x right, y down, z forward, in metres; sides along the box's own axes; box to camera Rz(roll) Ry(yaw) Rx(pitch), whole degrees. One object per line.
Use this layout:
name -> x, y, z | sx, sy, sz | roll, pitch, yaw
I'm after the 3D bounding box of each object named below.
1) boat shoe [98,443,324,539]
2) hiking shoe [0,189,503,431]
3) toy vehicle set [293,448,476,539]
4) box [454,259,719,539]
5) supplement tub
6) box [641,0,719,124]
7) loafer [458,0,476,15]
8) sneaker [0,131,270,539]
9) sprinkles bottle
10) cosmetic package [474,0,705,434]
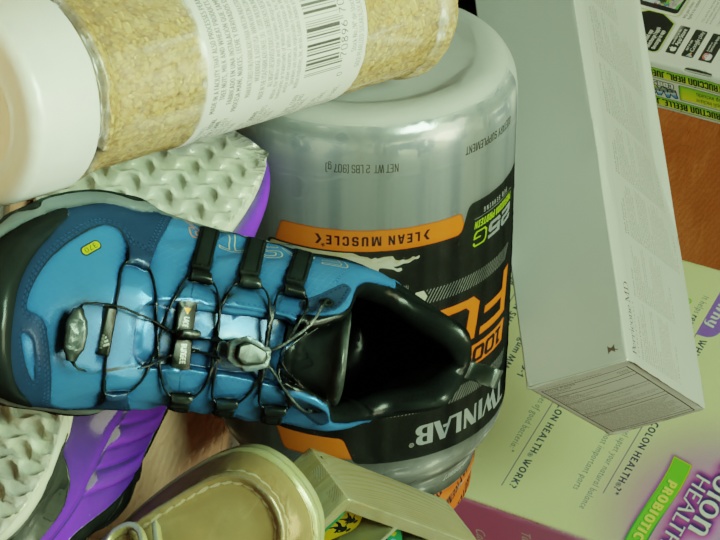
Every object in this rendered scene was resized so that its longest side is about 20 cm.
boat shoe -> -0.093, 0.143, 0.925 | 0.201, 0.073, 0.063 | -42, 174, 11
hiking shoe -> -0.045, 0.015, 0.857 | 0.200, 0.087, 0.075 | 1, 97, -48
toy vehicle set -> -0.056, 0.154, 1.014 | 0.200, 0.027, 0.124 | -43, 152, 11
box -> 0.122, 0.085, 1.256 | 0.176, 0.200, 0.097 | -55, 149, -35
supplement tub -> 0.000, 0.000, 1.046 | 0.123, 0.122, 0.201 | -42, 141, -47
box -> 0.190, -0.166, 1.344 | 0.200, 0.110, 0.035 | -57, 151, -29
loafer -> 0.058, -0.082, 1.171 | 0.200, 0.071, 0.073 | 37, 72, -63
sneaker -> -0.098, 0.037, 0.945 | 0.200, 0.069, 0.100 | -54, 155, -25
sprinkles bottle -> -0.055, -0.078, 0.896 | 0.200, 0.068, 0.068 | -20, 124, -42
cosmetic package -> 0.093, -0.039, 1.097 | 0.083, 0.051, 0.201 | 33, 46, -56
